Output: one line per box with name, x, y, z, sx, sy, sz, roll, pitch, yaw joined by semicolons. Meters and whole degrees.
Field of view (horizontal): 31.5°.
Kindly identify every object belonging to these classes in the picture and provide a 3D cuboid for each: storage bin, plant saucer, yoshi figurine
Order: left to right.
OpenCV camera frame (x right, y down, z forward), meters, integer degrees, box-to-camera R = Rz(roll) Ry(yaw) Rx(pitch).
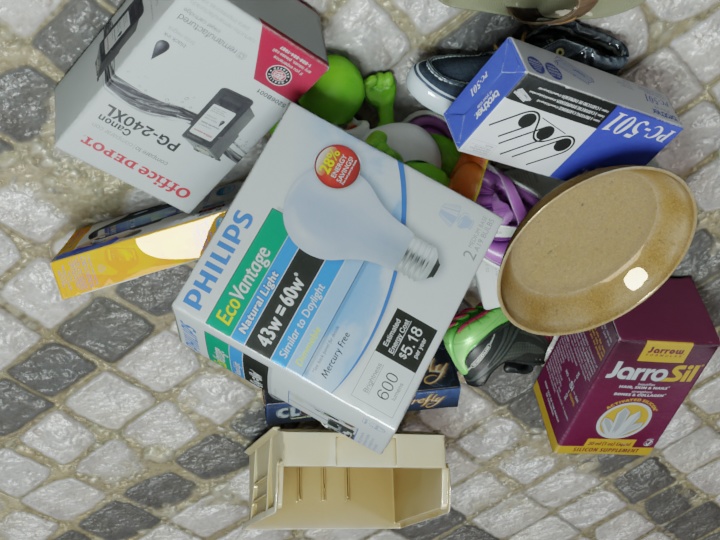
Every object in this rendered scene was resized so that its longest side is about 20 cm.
storage bin;-0.019;0.237;1.445;0.197;0.095;0.199;3;163;-16
yoshi figurine;0.018;-0.125;1.112;0.197;0.114;0.112;19;171;4
plant saucer;0.208;-0.024;1.153;0.197;0.036;0.202;-14;137;-14

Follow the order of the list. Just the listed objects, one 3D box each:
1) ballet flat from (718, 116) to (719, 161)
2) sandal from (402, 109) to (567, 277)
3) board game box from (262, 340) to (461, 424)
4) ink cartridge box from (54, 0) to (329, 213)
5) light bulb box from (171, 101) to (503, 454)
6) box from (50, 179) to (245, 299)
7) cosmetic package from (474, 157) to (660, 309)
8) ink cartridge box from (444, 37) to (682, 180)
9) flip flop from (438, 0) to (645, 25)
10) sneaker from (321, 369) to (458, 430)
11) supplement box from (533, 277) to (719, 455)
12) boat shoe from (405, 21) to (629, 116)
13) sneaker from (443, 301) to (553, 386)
ballet flat;0.381;-0.130;1.241;0.070;0.071;0.201;-16;137;3
sandal;0.110;-0.064;1.178;0.202;0.050;0.083;39;96;-4
board game box;-0.007;0.086;1.316;0.196;0.137;0.035;-4;137;-10
ink cartridge box;-0.144;-0.159;1.065;0.144;0.084;0.200;27;124;-34
light bulb box;-0.020;0.009;1.034;0.198;0.200;0.125;28;163;4
box;-0.174;-0.034;1.164;0.197;0.119;0.042;-18;106;3
cosmetic package;0.202;-0.047;1.267;0.197;0.082;0.114;-15;135;4
ink cartridge box;0.177;-0.128;1.097;0.198;0.045;0.094;10;136;-37
flip flop;0.157;-0.238;1.074;0.196;0.058;0.082;-1;136;-13
sneaker;0.031;0.097;1.390;0.197;0.080;0.074;-20;138;-19
supplement box;0.295;0.108;1.435;0.129;0.104;0.202;4;134;-16
boat shoe;0.140;-0.181;1.127;0.197;0.071;0.092;4;134;-27
sneaker;0.169;0.061;1.332;0.198;0.076;0.085;-23;104;-28
